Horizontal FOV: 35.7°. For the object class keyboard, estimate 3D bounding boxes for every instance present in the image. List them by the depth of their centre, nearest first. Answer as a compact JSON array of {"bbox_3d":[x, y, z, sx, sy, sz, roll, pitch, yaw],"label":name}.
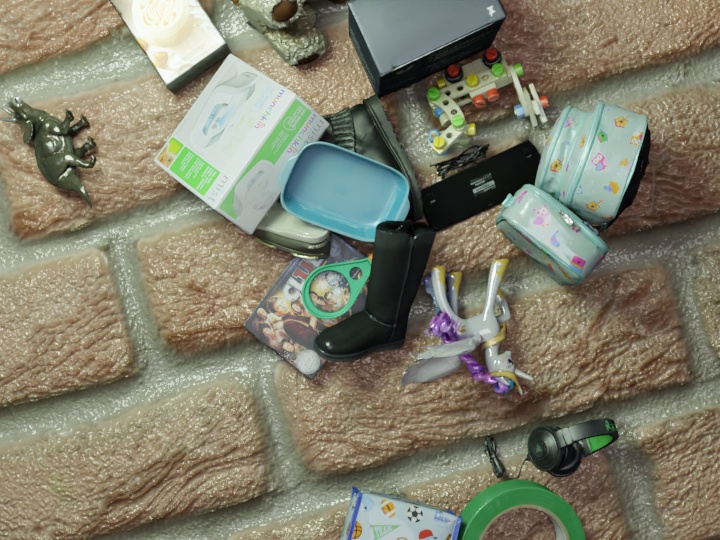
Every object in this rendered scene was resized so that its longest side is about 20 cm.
[{"bbox_3d":[0.180,-0.145,1.713,0.199,0.040,0.105,-25,113,-1],"label":"keyboard"}]

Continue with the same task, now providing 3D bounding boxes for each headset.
[{"bbox_3d":[0.285,0.258,1.674,0.199,0.123,0.095,-27,65,17],"label":"headset"}]

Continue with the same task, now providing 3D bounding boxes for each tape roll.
[{"bbox_3d":[0.238,0.419,1.680,0.198,0.048,0.203,-1,95,-12],"label":"tape roll"}]

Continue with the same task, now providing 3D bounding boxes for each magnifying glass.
[{"bbox_3d":[0.000,0.000,1.679,0.199,0.022,0.080,-34,90,2],"label":"magnifying glass"}]

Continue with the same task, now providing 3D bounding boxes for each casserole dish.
[{"bbox_3d":[-0.024,-0.117,1.608,0.198,0.039,0.122,19,111,-20],"label":"casserole dish"}]

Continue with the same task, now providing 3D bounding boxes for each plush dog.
[{"bbox_3d":[-0.097,-0.428,1.648,0.172,0.200,0.160,-44,68,-5],"label":"plush dog"}]

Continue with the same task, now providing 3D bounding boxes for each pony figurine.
[{"bbox_3d":[0.152,0.094,1.661,0.191,0.167,0.202,-6,75,-8],"label":"pony figurine"}]

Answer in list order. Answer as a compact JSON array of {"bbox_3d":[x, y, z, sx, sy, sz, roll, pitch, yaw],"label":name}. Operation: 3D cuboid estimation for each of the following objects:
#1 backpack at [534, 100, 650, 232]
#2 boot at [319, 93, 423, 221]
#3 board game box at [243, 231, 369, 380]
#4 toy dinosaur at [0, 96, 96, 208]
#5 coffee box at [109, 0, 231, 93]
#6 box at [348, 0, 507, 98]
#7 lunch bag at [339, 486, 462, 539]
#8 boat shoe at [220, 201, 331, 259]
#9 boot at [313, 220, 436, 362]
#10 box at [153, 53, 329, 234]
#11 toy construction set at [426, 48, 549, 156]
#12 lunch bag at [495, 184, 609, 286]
[{"bbox_3d":[0.340,-0.157,1.623,0.152,0.200,0.177,21,91,0],"label":"backpack"},{"bbox_3d":[-0.009,-0.146,1.682,0.157,0.079,0.213,-24,82,-5],"label":"boot"},{"bbox_3d":[-0.067,0.046,1.705,0.135,0.035,0.201,37,90,0],"label":"board game box"},{"bbox_3d":[-0.457,-0.180,1.696,0.102,0.077,0.201,-25,95,12],"label":"toy dinosaur"},{"bbox_3d":[-0.298,-0.385,1.682,0.114,0.080,0.201,-35,90,0],"label":"coffee box"},{"bbox_3d":[0.091,-0.355,1.623,0.195,0.200,0.118,-25,90,-1],"label":"box"},{"bbox_3d":[0.044,0.441,1.664,0.168,0.124,0.202,13,83,-2],"label":"lunch bag"},{"bbox_3d":[-0.133,-0.069,1.677,0.200,0.061,0.072,20,53,22],"label":"boat shoe"},{"bbox_3d":[0.019,0.027,1.622,0.066,0.164,0.201,41,128,37],"label":"boot"},{"bbox_3d":[-0.174,-0.185,1.634,0.176,0.097,0.201,37,91,41],"label":"box"},{"bbox_3d":[0.184,-0.252,1.677,0.198,0.092,0.132,-15,66,-8],"label":"toy construction set"},{"bbox_3d":[0.271,-0.055,1.623,0.160,0.200,0.077,43,89,2],"label":"lunch bag"}]
